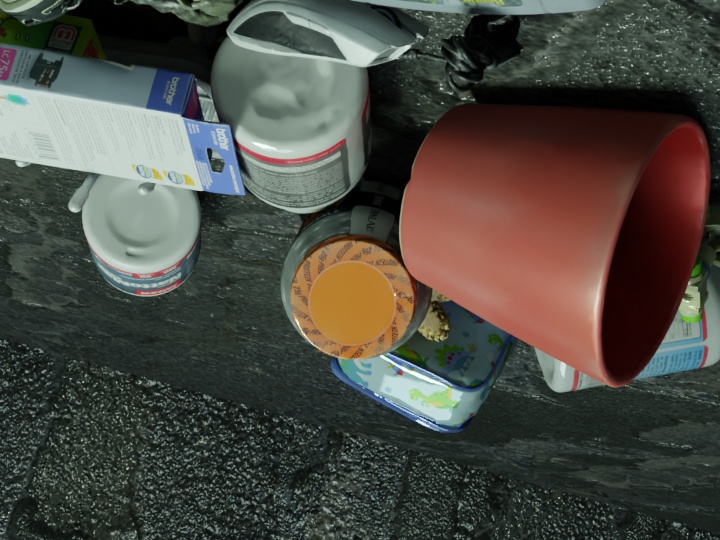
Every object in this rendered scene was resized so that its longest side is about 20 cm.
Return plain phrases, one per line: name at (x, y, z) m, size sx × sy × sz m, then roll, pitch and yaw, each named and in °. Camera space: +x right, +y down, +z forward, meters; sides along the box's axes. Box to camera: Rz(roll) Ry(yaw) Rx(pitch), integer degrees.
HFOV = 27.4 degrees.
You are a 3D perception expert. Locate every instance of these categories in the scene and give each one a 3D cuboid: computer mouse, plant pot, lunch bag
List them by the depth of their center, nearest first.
computer mouse at (0.003, -0.159, 0.948) m, size 0.200 × 0.044 × 0.110 m, roll 13°, pitch -153°, yaw 23°
plant pot at (0.139, -0.036, 1.087) m, size 0.177 × 0.200 × 0.200 m, roll 19°, pitch 170°, yaw 29°
lunch bag at (0.071, 0.056, 1.457) m, size 0.161 × 0.200 × 0.082 m, roll 25°, pitch 131°, yaw 8°

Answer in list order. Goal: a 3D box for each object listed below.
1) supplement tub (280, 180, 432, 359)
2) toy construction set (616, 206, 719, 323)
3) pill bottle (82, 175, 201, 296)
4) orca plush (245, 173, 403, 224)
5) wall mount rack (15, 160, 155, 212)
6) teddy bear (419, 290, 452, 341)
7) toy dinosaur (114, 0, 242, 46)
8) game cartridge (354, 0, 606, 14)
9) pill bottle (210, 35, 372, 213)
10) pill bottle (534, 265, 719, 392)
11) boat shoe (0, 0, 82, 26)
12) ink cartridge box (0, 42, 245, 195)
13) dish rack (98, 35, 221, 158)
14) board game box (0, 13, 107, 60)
supplement tub at (0.000, 0.000, 1.218) m, size 0.122 × 0.123 × 0.200 m, roll 14°, pitch -167°, yaw 0°
toy construction set at (0.221, -0.018, 1.214) m, size 0.200 × 0.131 × 0.092 m, roll 10°, pitch 143°, yaw 40°
pill bottle at (-0.228, -0.037, 1.563) m, size 0.120 × 0.120 × 0.200 m, roll 14°, pitch 167°, yaw -3°
orca plush at (-0.030, -0.056, 1.383) m, size 0.200 × 0.071 × 0.105 m, roll 21°, pitch 165°, yaw -27°
wall mount rack at (-0.241, -0.098, 1.170) m, size 0.200 × 0.075 × 0.174 m, roll 13°, pitch -173°, yaw 10°
teddy bear at (0.075, -0.008, 1.357) m, size 0.200 × 0.067 × 0.145 m, roll -21°, pitch 118°, yaw 12°
toy dinosaur at (-0.122, -0.187, 1.009) m, size 0.088 × 0.047 × 0.200 m, roll 9°, pitch 171°, yaw -10°
game cartridge at (0.041, -0.191, 0.845) m, size 0.200 × 0.041 × 0.133 m, roll 8°, pitch 169°, yaw 24°
pill bottle at (-0.047, -0.109, 1.103) m, size 0.111 × 0.111 × 0.200 m, roll 13°, pitch 166°, yaw 5°
pill bottle at (0.257, 0.040, 1.309) m, size 0.200 × 0.109 × 0.109 m, roll -9°, pitch 167°, yaw -4°
boat shoe at (-0.214, -0.198, 0.983) m, size 0.066 × 0.075 × 0.199 m, roll 7°, pitch 177°, yaw -32°
ink cartridge box at (-0.180, -0.107, 1.048) m, size 0.200 × 0.042 × 0.119 m, roll 12°, pitch 158°, yaw 7°
dish rack at (-0.167, -0.147, 1.213) m, size 0.172 × 0.044 × 0.200 m, roll 9°, pitch 166°, yaw 18°
board game box at (-0.291, -0.162, 1.106) m, size 0.200 × 0.048 × 0.102 m, roll 13°, pitch 157°, yaw 9°
